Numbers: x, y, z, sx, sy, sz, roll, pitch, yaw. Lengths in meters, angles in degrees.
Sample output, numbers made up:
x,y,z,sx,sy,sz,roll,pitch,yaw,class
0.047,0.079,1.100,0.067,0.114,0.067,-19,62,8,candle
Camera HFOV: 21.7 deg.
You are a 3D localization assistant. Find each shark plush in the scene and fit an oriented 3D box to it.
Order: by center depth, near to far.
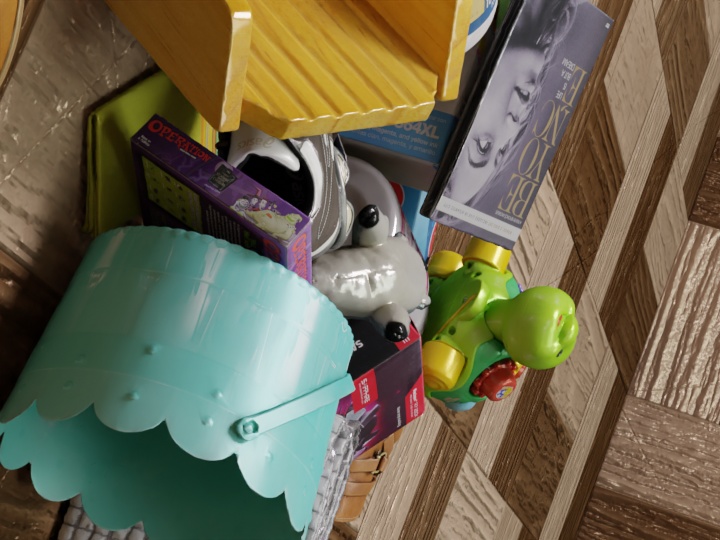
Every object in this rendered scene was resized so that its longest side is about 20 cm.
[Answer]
x,y,z,sx,sy,sz,roll,pitch,yaw,class
0.000,0.000,1.302,0.200,0.083,0.091,-33,106,-72,shark plush

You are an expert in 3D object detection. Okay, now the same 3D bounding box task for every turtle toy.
x,y,z,sx,sy,sz,roll,pitch,yaw,class
0.105,0.052,1.570,0.200,0.101,0.146,-25,-144,63,turtle toy

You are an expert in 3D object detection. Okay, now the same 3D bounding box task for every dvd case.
x,y,z,sx,sy,sz,roll,pitch,yaw,class
0.121,-0.119,1.424,0.149,0.016,0.201,18,97,-61,dvd case

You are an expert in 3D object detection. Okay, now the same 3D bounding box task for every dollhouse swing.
x,y,z,sx,sy,sz,roll,pitch,yaw,class
-0.020,-0.205,1.076,0.199,0.182,0.176,-11,140,-45,dollhouse swing

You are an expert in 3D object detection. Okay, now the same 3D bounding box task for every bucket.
x,y,z,sx,sy,sz,roll,pitch,yaw,class
-0.105,0.076,1.125,0.207,0.206,0.135,74,33,-60,bucket

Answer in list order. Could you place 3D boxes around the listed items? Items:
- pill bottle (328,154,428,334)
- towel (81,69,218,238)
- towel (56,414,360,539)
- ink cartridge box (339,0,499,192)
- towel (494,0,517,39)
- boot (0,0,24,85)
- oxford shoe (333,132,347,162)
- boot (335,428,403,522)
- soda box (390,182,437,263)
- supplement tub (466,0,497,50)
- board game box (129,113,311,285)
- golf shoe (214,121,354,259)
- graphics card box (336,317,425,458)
x,y,z,sx,sy,sz,roll,pitch,yaw,class
-0.008,-0.001,1.469,0.200,0.113,0.114,62,48,-66,pill bottle
-0.121,-0.095,1.205,0.200,0.018,0.087,-44,142,-55,towel
-0.105,0.170,1.260,0.086,0.165,0.201,42,67,-77,towel
0.049,-0.174,1.457,0.129,0.125,0.201,39,70,-71,ink cartridge box
0.136,-0.166,1.472,0.149,0.031,0.201,-55,156,-47,towel
-0.214,-0.151,0.808,0.144,0.070,0.202,-34,136,-54,boot
-0.036,-0.142,1.288,0.201,0.072,0.071,93,-1,-50,oxford shoe
-0.011,0.147,1.692,0.200,0.076,0.156,29,83,-79,boot
0.026,-0.036,1.620,0.068,0.064,0.201,-25,131,-66,soda box
0.024,-0.252,1.278,0.201,0.144,0.145,89,26,-46,supplement tub
-0.084,-0.008,1.173,0.032,0.120,0.200,-45,163,-21,board game box
-0.056,-0.103,1.171,0.094,0.077,0.201,-37,107,-74,golf shoe
-0.043,0.114,1.418,0.199,0.051,0.126,-31,152,-15,graphics card box
